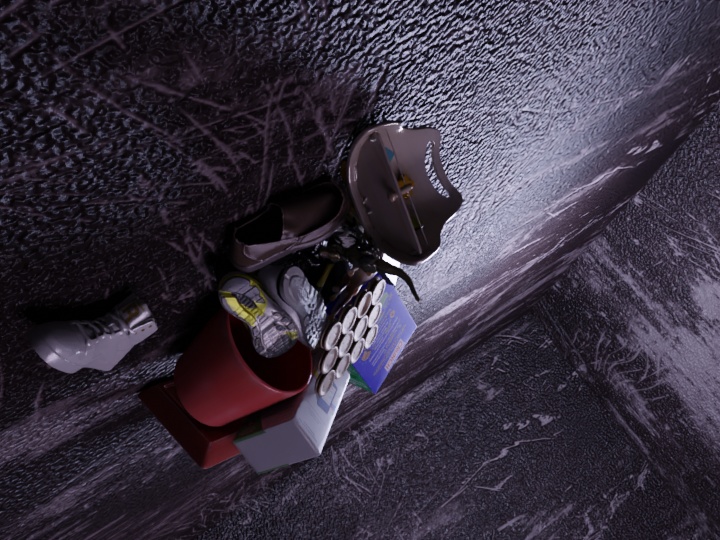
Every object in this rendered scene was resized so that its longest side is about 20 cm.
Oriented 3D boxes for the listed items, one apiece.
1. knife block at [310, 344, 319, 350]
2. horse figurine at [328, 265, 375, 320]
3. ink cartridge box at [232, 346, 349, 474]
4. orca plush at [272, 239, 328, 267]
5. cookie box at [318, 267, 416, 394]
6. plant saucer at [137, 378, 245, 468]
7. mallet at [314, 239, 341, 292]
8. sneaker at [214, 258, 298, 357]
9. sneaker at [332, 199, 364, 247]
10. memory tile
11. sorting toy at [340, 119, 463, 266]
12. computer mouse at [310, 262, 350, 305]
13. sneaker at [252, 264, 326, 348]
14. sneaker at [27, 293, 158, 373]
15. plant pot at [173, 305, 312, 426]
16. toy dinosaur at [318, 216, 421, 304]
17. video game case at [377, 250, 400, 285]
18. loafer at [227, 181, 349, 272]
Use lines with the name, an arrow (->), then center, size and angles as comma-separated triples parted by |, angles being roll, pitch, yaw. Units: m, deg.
knife block -> -0.054, 0.120, 1.406 | 0.175, 0.064, 0.200 | -44, 173, 17
horse figurine -> 0.000, 0.000, 1.201 | 0.201, 0.050, 0.133 | -53, 180, 37
ink cartridge box -> -0.117, 0.241, 1.233 | 0.143, 0.088, 0.201 | -24, -160, 29
orca plush -> -0.093, -0.025, 1.113 | 0.105, 0.072, 0.199 | -41, 162, 11
cookie box -> 0.011, 0.115, 1.358 | 0.173, 0.074, 0.201 | -55, 140, -20
plant saucer -> -0.267, 0.249, 1.266 | 0.198, 0.199, 0.037 | -11, 133, -53
mallet -> -0.065, 0.018, 1.290 | 0.065, 0.041, 0.202 | -26, 152, -44
sneaker -> -0.157, 0.053, 1.070 | 0.074, 0.085, 0.202 | -30, 135, -3
sneaker -> -0.022, -0.069, 1.136 | 0.088, 0.076, 0.198 | -47, 159, 28
memory tile -> -0.018, 0.110, 1.202 | 0.200, 0.017, 0.156 | -41, 147, -47
sorting toy -> 0.079, -0.130, 1.052 | 0.178, 0.204, 0.106 | -27, -169, -34
computer mouse -> -0.062, 0.050, 1.388 | 0.137, 0.053, 0.201 | -26, 159, -31
sneaker -> -0.116, 0.057, 1.158 | 0.202, 0.079, 0.077 | 68, 34, -47
sneaker -> -0.332, 0.070, 0.899 | 0.115, 0.074, 0.200 | -39, 172, -1
plant pot -> -0.207, 0.160, 1.181 | 0.176, 0.203, 0.199 | -36, 164, 25
toy dinosaur -> 0.010, -0.022, 1.023 | 0.047, 0.198, 0.089 | -45, 138, -22
video game case -> 0.063, -0.088, 1.156 | 0.143, 0.019, 0.204 | 44, 60, -72
loafer -> -0.099, -0.067, 0.995 | 0.198, 0.073, 0.071 | -34, 162, -15
